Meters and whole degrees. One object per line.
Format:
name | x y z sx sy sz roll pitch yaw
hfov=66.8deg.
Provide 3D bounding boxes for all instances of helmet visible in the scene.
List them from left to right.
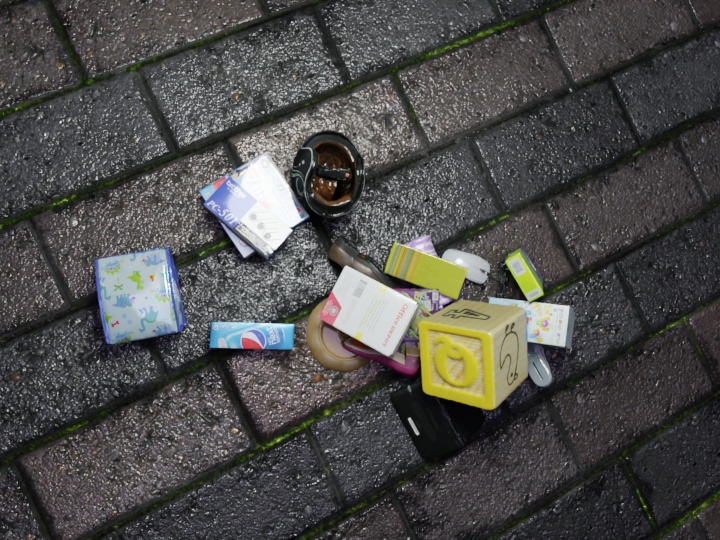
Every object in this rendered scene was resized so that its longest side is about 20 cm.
helmet | -0.080 -0.238 1.354 0.200 0.191 0.200 -6 119 -10

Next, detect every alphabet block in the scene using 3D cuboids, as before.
alphabet block | 0.276 0.194 1.325 0.200 0.196 0.196 -22 110 -49

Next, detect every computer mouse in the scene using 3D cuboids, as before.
computer mouse | 0.316 0.000 1.483 0.200 0.044 0.110 20 82 -9

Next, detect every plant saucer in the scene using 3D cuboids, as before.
plant saucer | -0.039 0.161 1.404 0.200 0.035 0.200 1 85 -11

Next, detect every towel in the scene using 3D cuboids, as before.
towel | 0.165 0.000 1.392 0.200 0.018 0.086 21 99 7

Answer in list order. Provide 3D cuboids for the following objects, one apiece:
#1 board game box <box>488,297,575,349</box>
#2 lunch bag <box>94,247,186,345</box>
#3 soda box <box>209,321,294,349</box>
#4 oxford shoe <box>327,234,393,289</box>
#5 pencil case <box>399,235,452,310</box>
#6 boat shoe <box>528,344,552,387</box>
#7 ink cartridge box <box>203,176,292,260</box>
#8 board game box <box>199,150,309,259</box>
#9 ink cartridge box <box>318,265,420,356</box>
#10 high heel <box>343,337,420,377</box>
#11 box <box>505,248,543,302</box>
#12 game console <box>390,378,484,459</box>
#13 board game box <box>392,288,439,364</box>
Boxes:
board game box | 0.438 0.136 1.412 0.200 0.103 0.105 6 82 30
lunch bag | -0.512 0.056 1.275 0.170 0.127 0.200 -11 97 -11
soda box | -0.265 0.160 1.343 0.200 0.068 0.064 2 84 -11
oxford shoe | 0.000 0.000 1.418 0.200 0.073 0.084 39 102 -8
pencil case | 0.176 0.006 1.440 0.085 0.084 0.200 -21 88 21
boat shoe | 0.457 0.222 1.482 0.074 0.067 0.200 -25 68 21
ink cartridge box | -0.271 -0.124 1.322 0.200 0.044 0.094 40 77 -5
board game box | -0.265 -0.162 1.378 0.196 0.056 0.200 -34 92 -12
ink cartridge box | 0.024 0.100 1.319 0.200 0.083 0.145 28 88 15
high heel | 0.051 0.225 1.380 0.200 0.067 0.096 13 127 4
box | 0.436 0.006 1.445 0.048 0.200 0.122 -31 86 18
game console | 0.205 0.364 1.442 0.176 0.116 0.200 -29 90 18
board game box | 0.140 0.144 1.397 0.120 0.032 0.200 0 106 -1
